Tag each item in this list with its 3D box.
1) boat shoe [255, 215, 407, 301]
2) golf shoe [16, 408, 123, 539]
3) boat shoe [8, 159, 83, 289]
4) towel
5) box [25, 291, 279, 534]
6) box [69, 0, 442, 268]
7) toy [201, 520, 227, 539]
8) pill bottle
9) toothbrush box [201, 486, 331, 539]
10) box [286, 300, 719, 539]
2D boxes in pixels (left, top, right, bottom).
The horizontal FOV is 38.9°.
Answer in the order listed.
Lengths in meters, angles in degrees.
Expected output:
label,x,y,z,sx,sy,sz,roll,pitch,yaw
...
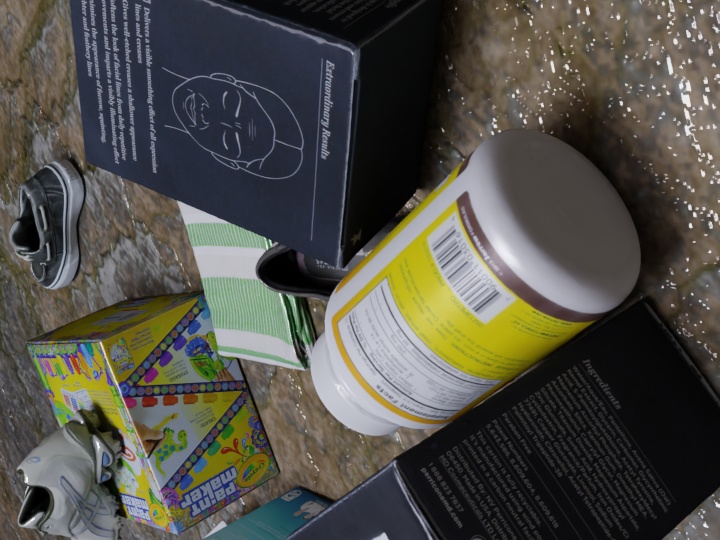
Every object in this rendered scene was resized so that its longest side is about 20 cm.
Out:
label,x,y,z,sx,sy,sz,roll,pitch,yaw
boat shoe,0.000,0.000,0.707,0.200,0.057,0.067,2,112,52
golf shoe,-0.281,0.218,0.962,0.078,0.097,0.200,37,139,30
boat shoe,-0.357,-0.045,1.130,0.072,0.071,0.200,48,142,22
towel,-0.108,-0.015,0.868,0.152,0.023,0.200,2,112,53
box,-0.209,0.134,1.004,0.200,0.122,0.193,-5,106,53
box,-0.066,-0.118,0.628,0.200,0.107,0.149,24,132,20
toy,-0.085,0.342,1.036,0.200,0.047,0.115,54,140,10
pill bottle,0.053,0.018,0.578,0.109,0.109,0.200,57,134,11
toothbrush box,-0.096,0.306,0.891,0.085,0.200,0.147,8,118,53
box,0.084,0.122,0.548,0.104,0.200,0.148,56,145,11
